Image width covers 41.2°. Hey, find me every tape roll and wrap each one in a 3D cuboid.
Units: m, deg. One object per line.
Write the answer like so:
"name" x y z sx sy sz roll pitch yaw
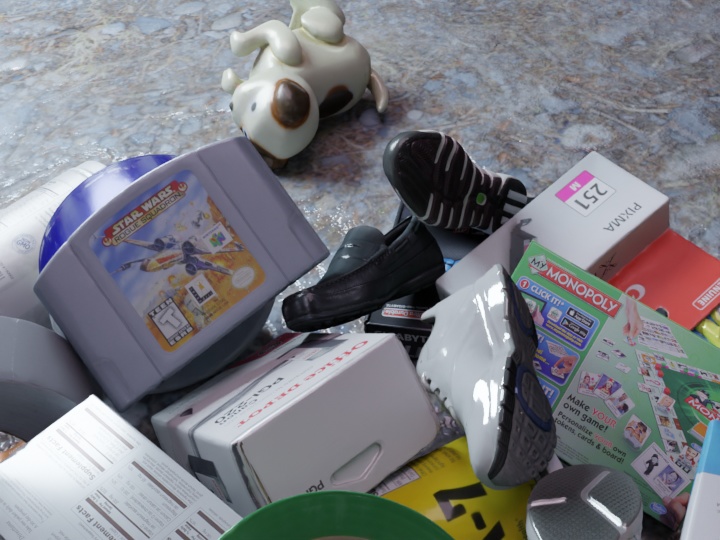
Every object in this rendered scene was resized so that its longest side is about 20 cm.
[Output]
"tape roll" -0.011 0.222 0.508 0.197 0.048 0.203 9 58 -15
"tape roll" -0.289 0.130 0.711 0.197 0.202 0.067 -14 43 -9

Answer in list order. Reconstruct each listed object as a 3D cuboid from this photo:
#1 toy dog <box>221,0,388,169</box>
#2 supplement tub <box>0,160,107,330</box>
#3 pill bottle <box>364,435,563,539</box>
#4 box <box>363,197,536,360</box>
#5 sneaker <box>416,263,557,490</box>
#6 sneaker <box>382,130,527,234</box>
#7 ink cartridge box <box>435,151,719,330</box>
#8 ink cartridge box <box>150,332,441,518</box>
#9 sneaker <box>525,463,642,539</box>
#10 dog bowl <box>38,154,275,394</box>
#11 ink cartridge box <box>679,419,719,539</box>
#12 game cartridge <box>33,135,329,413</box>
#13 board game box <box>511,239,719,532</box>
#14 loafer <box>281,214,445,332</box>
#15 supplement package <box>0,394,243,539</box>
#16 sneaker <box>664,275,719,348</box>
"toy dog" -0.078 -0.209 1.133 0.193 0.140 0.201 38 46 -6
"supplement tub" -0.304 0.000 0.911 0.131 0.133 0.199 27 50 32
"pill bottle" 0.045 0.192 0.665 0.197 0.116 0.115 -22 43 -16
"box" 0.119 0.005 0.914 0.196 0.050 0.200 5 42 14
"sneaker" 0.084 0.080 0.673 0.086 0.075 0.201 -25 27 18
"sneaker" 0.058 -0.078 0.880 0.114 0.199 0.077 17 87 42
"ink cartridge box" 0.191 0.008 0.808 0.199 0.044 0.173 -38 49 -13
"ink cartridge box" -0.055 0.115 0.713 0.145 0.086 0.199 -32 13 -25
"sneaker" 0.130 0.192 0.560 0.069 0.082 0.201 -1 27 15
"dog bowl" -0.175 0.005 0.836 0.197 0.202 0.079 -22 42 -17
"ink cartridge box" 0.254 0.228 0.572 0.145 0.148 0.201 14 46 22
"game cartridge" -0.138 -0.007 0.726 0.199 0.042 0.134 -37 92 -11
"board game box" 0.184 0.085 0.736 0.198 0.029 0.136 32 84 16
"loafer" 0.000 0.000 0.800 0.067 0.071 0.199 -21 1 39
"supplement package" -0.145 0.213 0.633 0.199 0.158 0.110 29 50 33
"sneaker" 0.259 0.073 0.798 0.103 0.077 0.202 -5 42 3
